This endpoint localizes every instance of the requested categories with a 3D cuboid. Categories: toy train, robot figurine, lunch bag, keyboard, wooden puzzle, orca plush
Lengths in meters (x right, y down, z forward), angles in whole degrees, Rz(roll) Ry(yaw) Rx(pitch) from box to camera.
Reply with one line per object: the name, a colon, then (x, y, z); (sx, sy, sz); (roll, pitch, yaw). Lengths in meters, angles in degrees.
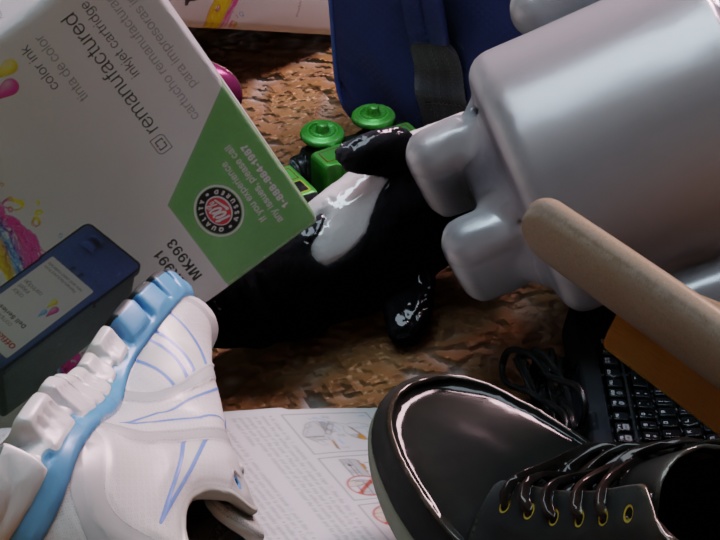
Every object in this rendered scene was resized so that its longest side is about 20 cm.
toy train: (-0.053, -0.031, 0.957); (0.199, 0.042, 0.056); (-21, 41, -25)
robot figurine: (0.120, -0.058, 0.804); (0.199, 0.170, 0.113); (-23, -15, 5)
lunch bag: (0.059, -0.166, 1.009); (0.135, 0.201, 0.132); (6, 28, 22)
keyboard: (0.106, 0.051, 0.752); (0.103, 0.040, 0.200); (-4, 24, 3)
wooden puzzle: (0.160, 0.054, 0.641); (0.199, 0.037, 0.185); (25, 9, -33)
orca plush: (0.000, 0.000, 0.854); (0.199, 0.105, 0.071); (-23, 62, -33)

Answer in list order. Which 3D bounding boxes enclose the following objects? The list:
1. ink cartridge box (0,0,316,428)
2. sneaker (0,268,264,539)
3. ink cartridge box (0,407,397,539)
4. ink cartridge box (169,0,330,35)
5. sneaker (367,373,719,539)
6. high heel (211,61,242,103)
ink cartridge box: (-0.141, -0.027, 0.783); (0.200, 0.146, 0.088); (-35, 31, 0)
sneaker: (-0.069, 0.065, 0.660); (0.086, 0.075, 0.200); (33, 20, -3)
ink cartridge box: (-0.030, 0.104, 0.710); (0.199, 0.048, 0.160); (-1, 23, -26)
ink cartridge box: (-0.113, -0.191, 1.157); (0.147, 0.086, 0.199); (21, 17, 40)
sneaker: (0.074, 0.069, 0.615); (0.075, 0.107, 0.200); (-26, 47, -27)
high heel: (-0.160, -0.063, 1.000); (0.199, 0.068, 0.096); (-6, 17, 13)
